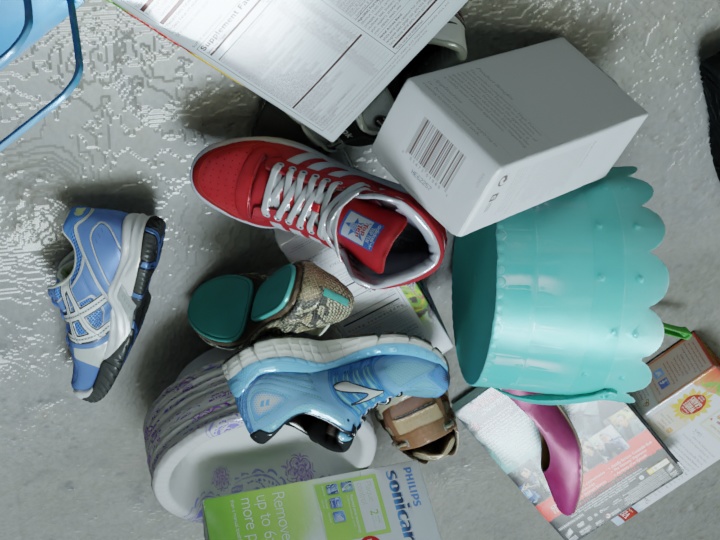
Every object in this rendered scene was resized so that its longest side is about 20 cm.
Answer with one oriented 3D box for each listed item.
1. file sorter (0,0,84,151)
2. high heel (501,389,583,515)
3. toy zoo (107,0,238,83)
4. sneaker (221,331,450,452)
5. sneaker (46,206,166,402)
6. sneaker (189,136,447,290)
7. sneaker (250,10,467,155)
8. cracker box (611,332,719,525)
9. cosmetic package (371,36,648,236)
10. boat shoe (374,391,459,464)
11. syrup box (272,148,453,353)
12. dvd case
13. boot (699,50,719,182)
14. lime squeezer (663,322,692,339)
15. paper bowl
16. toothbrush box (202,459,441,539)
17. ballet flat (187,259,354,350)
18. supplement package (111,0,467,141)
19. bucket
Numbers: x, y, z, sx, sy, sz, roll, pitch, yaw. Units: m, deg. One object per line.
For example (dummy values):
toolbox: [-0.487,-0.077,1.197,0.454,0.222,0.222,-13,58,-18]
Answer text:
file sorter: [-0.289,-0.171,0.814,0.139,0.123,0.200,-34,132,14]
high heel: [0.156,0.144,1.229,0.095,0.067,0.201,-10,106,-4]
toy zoo: [-0.098,-0.151,0.889,0.200,0.131,0.021,29,94,-36]
sneaker: [-0.015,0.103,1.035,0.199,0.090,0.078,-2,161,-30]
sneaker: [-0.215,0.025,1.057,0.077,0.076,0.201,18,125,-4]
sneaker: [-0.030,-0.044,0.932,0.199,0.113,0.072,14,104,-4]
sneaker: [-0.003,-0.129,0.969,0.200,0.089,0.074,-40,131,20]
cracker box: [0.308,0.169,1.352,0.200,0.058,0.134,-38,129,15]
cosmetic package: [0.114,-0.103,0.957,0.200,0.102,0.074,-20,150,-45]
boat shoe: [0.055,0.145,1.192,0.075,0.072,0.200,-25,164,5]
syrup box: [0.000,0.000,1.087,0.081,0.079,0.200,-28,133,7]
dvd case: [0.208,0.168,1.290,0.146,0.022,0.200,-37,108,15]
boot: [0.380,-0.142,1.096,0.162,0.073,0.199,-25,133,0]
lime squeezer: [0.223,0.058,1.206,0.199,0.071,0.038,-13,163,-38]
paper bowl: [-0.092,0.135,1.144,0.200,0.105,0.201,-11,146,-7]
toothbrush box: [-0.030,0.265,1.132,0.199,0.146,0.086,-7,144,-11]
ballet flat: [-0.069,0.035,1.040,0.075,0.068,0.200,23,161,-27]
supplement package: [-0.063,-0.224,0.792,0.200,0.192,0.147,29,115,-36]
bucket: [0.157,0.010,1.069,0.134,0.208,0.208,3,130,-7]
